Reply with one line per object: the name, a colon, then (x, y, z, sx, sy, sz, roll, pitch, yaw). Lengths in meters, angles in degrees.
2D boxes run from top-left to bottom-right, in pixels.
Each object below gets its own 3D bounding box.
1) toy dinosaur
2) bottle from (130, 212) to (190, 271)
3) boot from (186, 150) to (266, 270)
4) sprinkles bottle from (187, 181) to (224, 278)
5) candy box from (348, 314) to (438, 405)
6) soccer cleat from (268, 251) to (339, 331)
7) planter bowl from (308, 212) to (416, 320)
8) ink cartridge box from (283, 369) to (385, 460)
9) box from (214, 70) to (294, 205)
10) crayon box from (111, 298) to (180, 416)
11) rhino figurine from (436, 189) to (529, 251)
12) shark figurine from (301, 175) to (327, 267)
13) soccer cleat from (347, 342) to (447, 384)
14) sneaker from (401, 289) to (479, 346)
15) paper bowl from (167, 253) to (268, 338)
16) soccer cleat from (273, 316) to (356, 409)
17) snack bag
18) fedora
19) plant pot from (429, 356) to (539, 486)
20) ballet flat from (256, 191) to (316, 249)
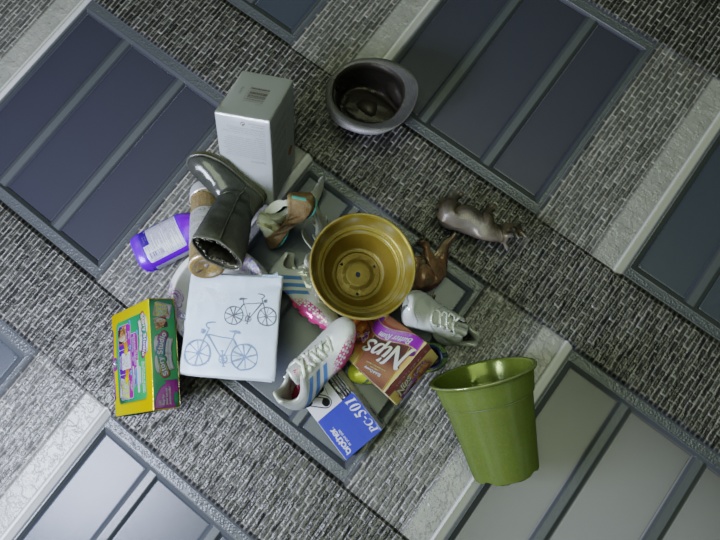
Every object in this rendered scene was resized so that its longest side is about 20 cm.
toy dinosaur: (0.129, 0.014, 1.174, 0.199, 0.086, 0.136, -37, 87, -19)
bottle: (-0.369, -0.074, 1.216, 0.199, 0.065, 0.084, -28, 79, -4)
boot: (-0.265, -0.111, 1.067, 0.181, 0.073, 0.201, 29, 46, -12)
sprinkles bottle: (-0.291, -0.082, 1.115, 0.068, 0.069, 0.201, -11, 51, 0)
candy box: (0.037, 0.146, 1.104, 0.117, 0.057, 0.200, -46, 40, -7)
soccer cleat: (-0.102, 0.039, 1.160, 0.200, 0.070, 0.087, 38, 100, 23)
planter bowl: (0.000, 0.000, 1.115, 0.198, 0.083, 0.203, 2, 76, -7)
ink cartridge box: (-0.051, 0.252, 1.140, 0.094, 0.044, 0.200, -40, 80, 6)
box: (-0.200, -0.256, 1.156, 0.105, 0.201, 0.153, 11, 47, 5)
crayon box: (-0.411, 0.168, 1.122, 0.172, 0.058, 0.202, -19, 74, 43)
rhino figurine: (0.243, -0.095, 1.183, 0.198, 0.060, 0.088, 22, 44, 9)
shark figurine: (-0.064, -0.076, 1.195, 0.089, 0.128, 0.216, -22, 50, 19)
soccer cleat: (0.069, 0.176, 1.135, 0.198, 0.084, 0.065, -11, 79, 6)
sneaker: (0.152, 0.091, 1.097, 0.087, 0.199, 0.075, 10, 77, 46)
paper bowl: (-0.268, 0.058, 1.162, 0.198, 0.104, 0.203, -1, 80, 5)
soccer cleat: (-0.082, 0.169, 1.068, 0.070, 0.086, 0.201, 38, 97, 38)
snack bag: (-0.240, 0.100, 1.089, 0.187, 0.021, 0.202, 2, 82, 6)
fedora: (0.025, -0.353, 1.246, 0.198, 0.090, 0.178, 14, 78, 12)
plant pot: (0.244, 0.276, 1.074, 0.198, 0.200, 0.192, -14, 91, -1)
ballet flat: (-0.159, -0.101, 1.149, 0.072, 0.200, 0.068, 15, 66, -28)
